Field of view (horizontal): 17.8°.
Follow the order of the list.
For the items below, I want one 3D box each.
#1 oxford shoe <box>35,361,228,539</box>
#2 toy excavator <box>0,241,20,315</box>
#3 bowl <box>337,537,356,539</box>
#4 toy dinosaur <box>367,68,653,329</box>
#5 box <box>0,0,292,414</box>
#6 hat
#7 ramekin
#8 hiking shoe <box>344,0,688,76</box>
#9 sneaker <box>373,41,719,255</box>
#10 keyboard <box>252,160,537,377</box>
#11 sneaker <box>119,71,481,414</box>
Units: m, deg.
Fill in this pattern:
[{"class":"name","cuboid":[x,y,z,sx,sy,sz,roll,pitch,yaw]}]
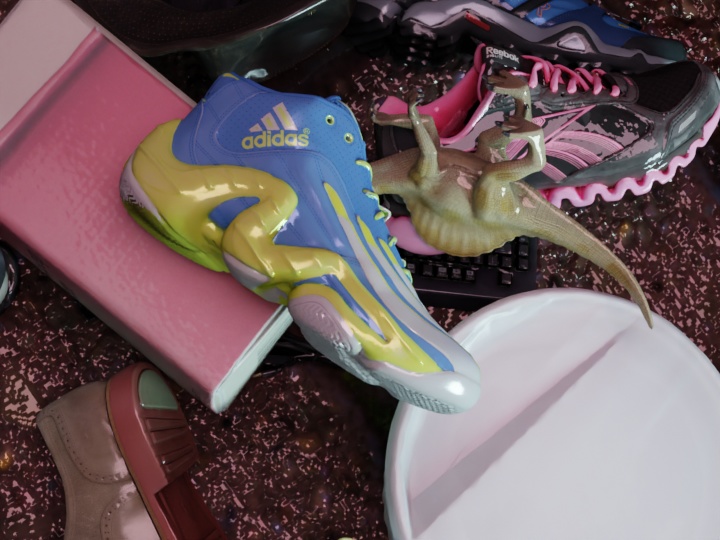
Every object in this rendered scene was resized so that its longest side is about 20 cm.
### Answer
[{"class":"oxford shoe","cuboid":[-0.110,0.152,1.191,0.074,0.070,0.202,-18,87,18]},{"class":"toy excavator","cuboid":[-0.245,0.063,1.165,0.194,0.100,0.200,38,86,0]},{"class":"bowl","cuboid":[-0.013,0.243,1.139,0.094,0.201,0.202,-22,83,12]},{"class":"toy dinosaur","cuboid":[0.067,-0.044,1.180,0.198,0.102,0.058,16,36,7]},{"class":"box","cuboid":[-0.116,-0.033,1.173,0.200,0.128,0.109,39,82,4]},{"class":"hat","cuboid":[-0.058,-0.153,1.237,0.199,0.081,0.201,-8,41,7]},{"class":"ramekin","cuboid":[0.102,0.116,1.218,0.201,0.094,0.204,2,78,-12]},{"class":"hiking shoe","cuboid":[0.092,-0.151,1.284,0.198,0.074,0.087,13,76,-9]},{"class":"sneaker","cuboid":[0.096,-0.082,1.223,0.199,0.079,0.096,-20,117,-5]},{"class":"keyboard","cuboid":[0.000,0.000,1.260,0.198,0.021,0.128,6,77,-10]},{"class":"sneaker","cuboid":[-0.010,-0.022,1.074,0.199,0.076,0.105,34,81,3]}]
